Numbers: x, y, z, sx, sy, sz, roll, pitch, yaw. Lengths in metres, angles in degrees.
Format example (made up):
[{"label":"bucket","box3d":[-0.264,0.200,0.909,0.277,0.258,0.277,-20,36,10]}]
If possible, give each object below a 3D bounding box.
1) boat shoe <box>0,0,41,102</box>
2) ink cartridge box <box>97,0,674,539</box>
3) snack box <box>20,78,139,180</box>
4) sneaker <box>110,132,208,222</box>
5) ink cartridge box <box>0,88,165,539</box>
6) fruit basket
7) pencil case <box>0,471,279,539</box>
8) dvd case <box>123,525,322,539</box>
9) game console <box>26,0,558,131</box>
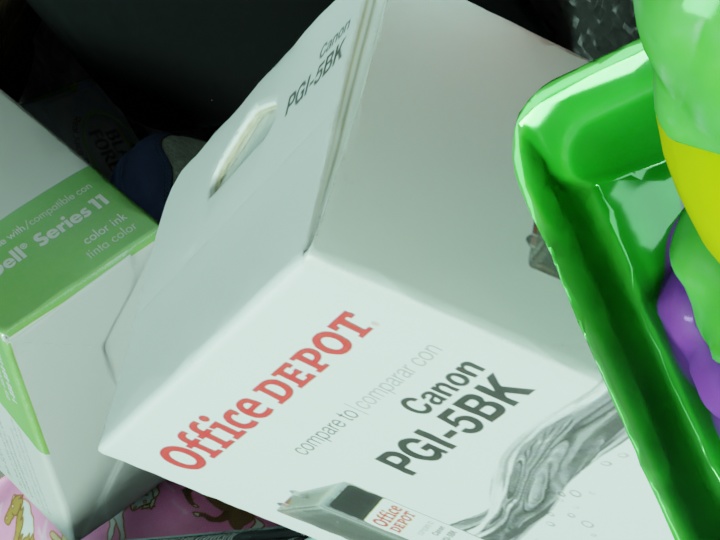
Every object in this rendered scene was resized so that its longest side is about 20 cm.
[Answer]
[{"label":"boat shoe","box3d":[-0.158,-0.091,0.937,0.064,0.071,0.200,30,159,-3]},{"label":"ink cartridge box","box3d":[0.054,0.027,0.623,0.200,0.083,0.147,24,151,-15]},{"label":"snack box","box3d":[-0.093,0.045,0.989,0.200,0.053,0.142,58,145,13]},{"label":"sneaker","box3d":[0.000,0.000,0.816,0.200,0.075,0.088,38,131,24]},{"label":"ink cartridge box","box3d":[-0.141,-0.013,0.857,0.200,0.067,0.117,39,155,33]},{"label":"fruit basket","box3d":[0.123,-0.015,0.442,0.216,0.215,0.156,-26,87,58]},{"label":"pencil case","box3d":[-0.085,0.095,0.887,0.200,0.083,0.087,34,128,34]},{"label":"dvd case","box3d":[-0.035,0.149,0.755,0.200,0.022,0.146,-15,96,59]},{"label":"game console","box3d":[-0.039,-0.146,0.782,0.200,0.116,0.176,-4,79,44]}]
